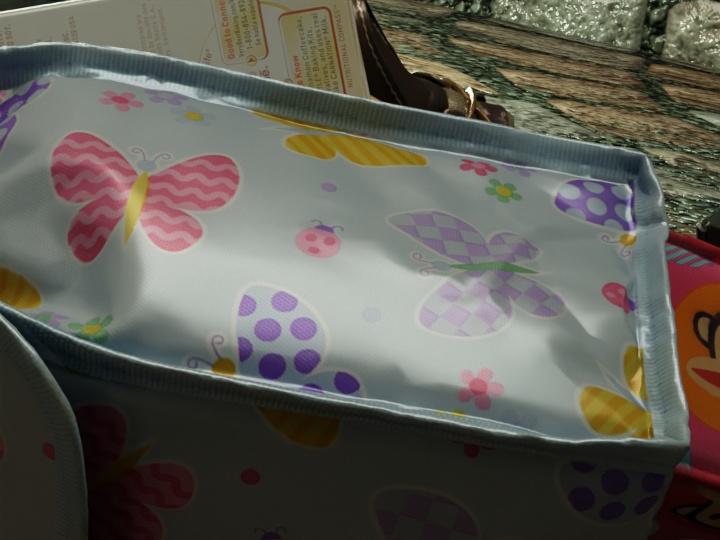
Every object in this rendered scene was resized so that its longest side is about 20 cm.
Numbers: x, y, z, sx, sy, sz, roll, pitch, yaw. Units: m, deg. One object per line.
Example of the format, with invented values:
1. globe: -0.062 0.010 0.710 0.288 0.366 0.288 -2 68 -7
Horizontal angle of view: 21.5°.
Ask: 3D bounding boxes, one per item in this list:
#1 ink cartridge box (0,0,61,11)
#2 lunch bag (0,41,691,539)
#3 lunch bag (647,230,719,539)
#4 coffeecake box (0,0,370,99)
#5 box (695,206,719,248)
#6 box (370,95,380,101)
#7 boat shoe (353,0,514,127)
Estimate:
1. ink cartridge box: -0.185 -0.090 0.912 0.198 0.084 0.147 20 -26 -15
2. lunch bag: -0.043 0.051 0.440 0.198 0.171 0.128 13 39 -3
3. lunch bag: 0.064 0.056 0.592 0.198 0.083 0.176 23 -30 -12
4. coffeecake box: -0.105 -0.037 0.612 0.198 0.074 0.153 -11 0 -9
5. box: 0.202 0.070 0.610 0.043 0.162 0.199 -31 37 -32
6. box: 0.000 0.000 0.744 0.199 0.120 0.041 34 -4 33
7. boat shoe: 0.038 -0.063 0.901 0.071 0.201 0.073 -22 40 10
